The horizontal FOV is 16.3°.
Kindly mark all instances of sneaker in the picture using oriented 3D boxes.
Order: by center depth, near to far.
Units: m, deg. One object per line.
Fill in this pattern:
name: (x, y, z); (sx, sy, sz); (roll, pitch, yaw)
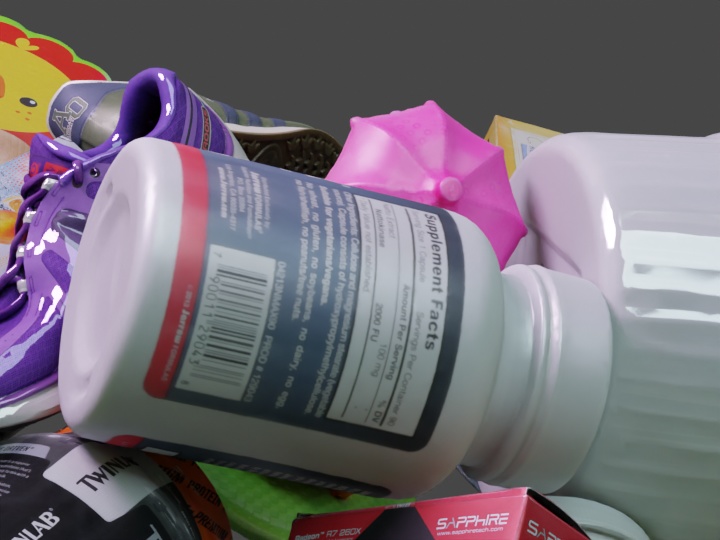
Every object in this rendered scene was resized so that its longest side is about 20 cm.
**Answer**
sneaker: (-0.129, -0.009, 1.069); (0.084, 0.080, 0.200); (55, 52, -27)
sneaker: (-0.080, -0.060, 1.243); (0.090, 0.067, 0.200); (29, 8, 24)

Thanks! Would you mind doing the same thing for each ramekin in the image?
ramekin: (0.118, 0.033, 1.103); (0.097, 0.201, 0.201); (7, 39, -16)

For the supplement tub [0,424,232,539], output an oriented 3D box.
supplement tub: (-0.140, 0.142, 0.958); (0.122, 0.123, 0.200); (33, 38, 13)

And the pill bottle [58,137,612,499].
pill bottle: (-0.009, 0.026, 0.994); (0.199, 0.120, 0.120); (14, 38, -18)

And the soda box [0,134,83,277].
soda box: (-0.190, 0.015, 1.114); (0.064, 0.069, 0.200); (41, 48, 22)

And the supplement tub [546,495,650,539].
supplement tub: (0.083, 0.202, 0.986); (0.140, 0.141, 0.200); (7, 40, -20)

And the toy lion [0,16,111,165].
toy lion: (-0.220, -0.084, 1.253); (0.199, 0.069, 0.192); (20, 30, -4)

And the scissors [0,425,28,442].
scissors: (-0.131, 0.049, 1.084); (0.014, 0.200, 0.073); (54, 2, -28)

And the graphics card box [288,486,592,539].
graphics card box: (0.008, 0.184, 0.922); (0.051, 0.125, 0.201); (38, 55, -36)

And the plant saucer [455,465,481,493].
plant saucer: (0.115, 0.059, 1.236); (0.199, 0.036, 0.200); (8, 54, -10)

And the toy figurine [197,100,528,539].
toy figurine: (0.000, 0.000, 1.137); (0.150, 0.184, 0.200); (22, 29, -21)

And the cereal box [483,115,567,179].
cereal box: (0.161, -0.003, 1.363); (0.199, 0.040, 0.144); (15, 40, -11)
